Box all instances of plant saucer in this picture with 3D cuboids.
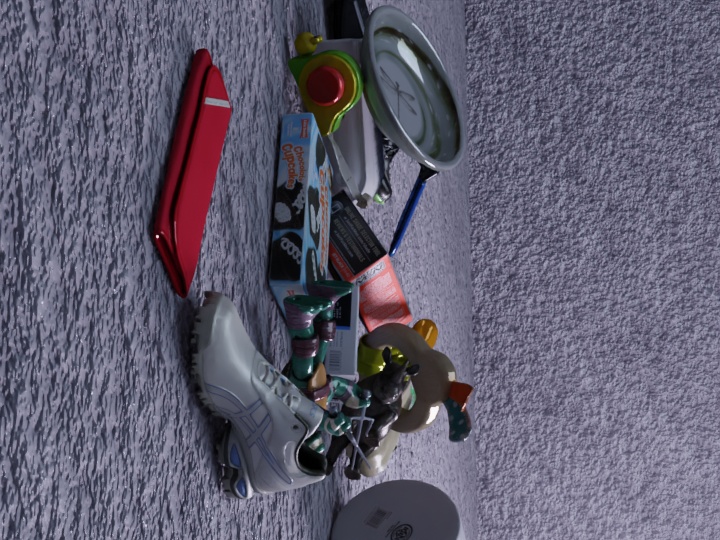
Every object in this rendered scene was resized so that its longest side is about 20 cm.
[{"bbox_3d":[0.049,-0.202,1.445,0.200,0.050,0.202,39,39,-41],"label":"plant saucer"}]

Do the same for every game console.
[{"bbox_3d":[0.042,-0.139,1.600,0.172,0.118,0.200,54,14,-10],"label":"game console"}]

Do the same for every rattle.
[{"bbox_3d":[0.097,0.121,1.417,0.142,0.198,0.133,7,86,-42],"label":"rattle"}]

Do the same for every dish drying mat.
[{"bbox_3d":[-0.130,-0.081,0.992,0.077,0.018,0.202,77,14,-49],"label":"dish drying mat"}]

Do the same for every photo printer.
[{"bbox_3d":[-0.014,-0.177,1.520,0.166,0.068,0.203,-54,141,-76],"label":"photo printer"}]

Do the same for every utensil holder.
[{"bbox_3d":[0.059,0.379,1.511,0.171,0.167,0.202,-79,162,-52],"label":"utensil holder"}]

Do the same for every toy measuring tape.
[{"bbox_3d":[-0.014,-0.171,1.374,0.202,0.073,0.074,64,14,-8],"label":"toy measuring tape"}]

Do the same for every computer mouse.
[{"bbox_3d":[-0.014,-0.318,1.631,0.139,0.052,0.203,-67,142,-72],"label":"computer mouse"}]

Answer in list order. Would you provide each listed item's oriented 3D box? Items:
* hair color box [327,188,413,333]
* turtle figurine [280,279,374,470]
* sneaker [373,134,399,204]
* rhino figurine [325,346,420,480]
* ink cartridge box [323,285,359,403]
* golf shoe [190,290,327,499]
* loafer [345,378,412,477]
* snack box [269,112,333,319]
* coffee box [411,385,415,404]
[{"bbox_3d":[0.000,0.000,1.466,0.102,0.061,0.200,55,-5,26],"label":"hair color box"},{"bbox_3d":[-0.039,0.118,1.222,0.150,0.099,0.203,-78,167,-75],"label":"turtle figurine"},{"bbox_3d":[0.032,-0.193,1.738,0.077,0.082,0.203,44,44,-74],"label":"sneaker"},{"bbox_3d":[0.013,0.150,1.363,0.088,0.059,0.201,-58,177,-42],"label":"rhino figurine"},{"bbox_3d":[-0.024,0.089,1.411,0.200,0.039,0.101,96,-4,-73],"label":"ink cartridge box"},{"bbox_3d":[-0.078,0.098,1.020,0.079,0.096,0.202,-77,160,-51],"label":"golf shoe"},{"bbox_3d":[0.020,0.195,1.620,0.200,0.074,0.069,-54,142,-60],"label":"loafer"},{"bbox_3d":[-0.060,-0.048,1.318,0.117,0.036,0.203,70,20,-61],"label":"snack box"},{"bbox_3d":[0.052,0.160,1.870,0.200,0.043,0.125,12,76,-79],"label":"coffee box"}]
